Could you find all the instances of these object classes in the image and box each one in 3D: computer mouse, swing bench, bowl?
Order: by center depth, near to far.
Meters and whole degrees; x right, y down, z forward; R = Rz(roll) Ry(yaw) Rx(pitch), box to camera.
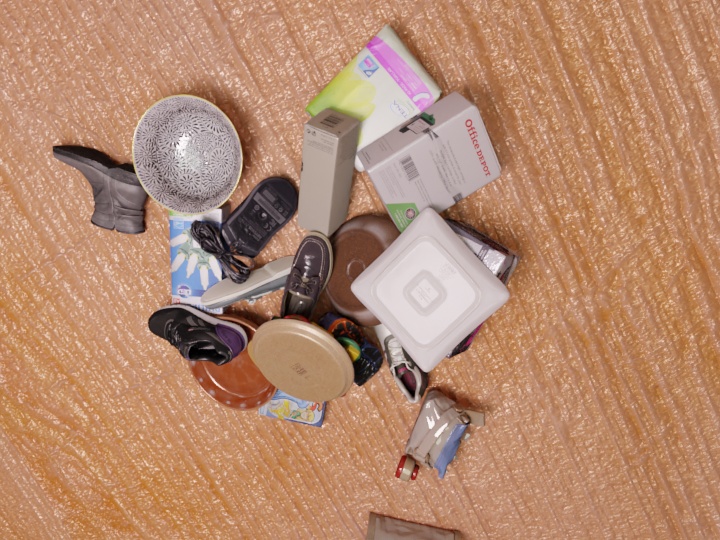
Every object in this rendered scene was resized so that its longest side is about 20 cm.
[{"bbox_3d":[-0.292,-0.206,1.040,0.197,0.094,0.204,2,103,7],"label":"bowl"},{"bbox_3d":[-0.199,-0.089,1.059,0.200,0.053,0.139,-45,106,-12],"label":"computer mouse"},{"bbox_3d":[0.095,0.632,1.193,0.196,0.130,0.203,10,105,4],"label":"swing bench"}]

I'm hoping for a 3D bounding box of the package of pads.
[{"bbox_3d":[0.026,-0.287,1.001,0.200,0.068,0.155,-41,95,14],"label":"package of pads"}]

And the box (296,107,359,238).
[{"bbox_3d":[-0.057,-0.162,0.990,0.068,0.082,0.202,24,131,15],"label":"box"}]

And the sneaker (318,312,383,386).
[{"bbox_3d":[-0.018,0.142,1.091,0.075,0.078,0.201,-38,134,-13],"label":"sneaker"}]

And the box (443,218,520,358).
[{"bbox_3d":[0.168,0.031,1.019,0.131,0.114,0.202,34,107,24],"label":"box"}]

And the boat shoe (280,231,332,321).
[{"bbox_3d":[-0.100,0.029,1.040,0.071,0.065,0.202,22,119,1],"label":"boat shoe"}]

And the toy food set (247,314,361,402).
[{"bbox_3d":[-0.098,0.157,1.015,0.196,0.049,0.201,33,132,-5],"label":"toy food set"}]

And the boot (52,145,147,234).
[{"bbox_3d":[-0.494,-0.148,1.093,0.197,0.070,0.133,22,111,5],"label":"boot"}]

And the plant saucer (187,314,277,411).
[{"bbox_3d":[-0.242,0.177,1.128,0.197,0.032,0.203,6,111,15],"label":"plant saucer"}]

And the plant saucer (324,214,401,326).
[{"bbox_3d":[0.000,0.000,1.041,0.198,0.036,0.204,-1,89,36],"label":"plant saucer"}]

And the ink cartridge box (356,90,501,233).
[{"bbox_3d":[0.115,-0.179,0.974,0.198,0.085,0.147,-31,126,4],"label":"ink cartridge box"}]

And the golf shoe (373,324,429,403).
[{"bbox_3d":[0.078,0.151,1.096,0.076,0.088,0.202,-23,99,13],"label":"golf shoe"}]

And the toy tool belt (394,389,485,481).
[{"bbox_3d":[0.153,0.338,1.118,0.121,0.125,0.203,22,106,9],"label":"toy tool belt"}]

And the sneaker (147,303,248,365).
[{"bbox_3d":[-0.312,0.119,1.061,0.197,0.088,0.077,11,113,13],"label":"sneaker"}]

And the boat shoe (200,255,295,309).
[{"bbox_3d":[-0.195,0.037,1.081,0.198,0.073,0.063,-23,121,-16],"label":"boat shoe"}]

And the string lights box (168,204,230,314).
[{"bbox_3d":[-0.302,-0.024,1.105,0.101,0.059,0.203,3,105,3],"label":"string lights box"}]

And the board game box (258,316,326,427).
[{"bbox_3d":[-0.124,0.202,1.156,0.133,0.034,0.203,10,105,4],"label":"board game box"}]

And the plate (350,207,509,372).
[{"bbox_3d":[0.108,0.035,0.954,0.200,0.032,0.200,-45,82,17],"label":"plate"}]
